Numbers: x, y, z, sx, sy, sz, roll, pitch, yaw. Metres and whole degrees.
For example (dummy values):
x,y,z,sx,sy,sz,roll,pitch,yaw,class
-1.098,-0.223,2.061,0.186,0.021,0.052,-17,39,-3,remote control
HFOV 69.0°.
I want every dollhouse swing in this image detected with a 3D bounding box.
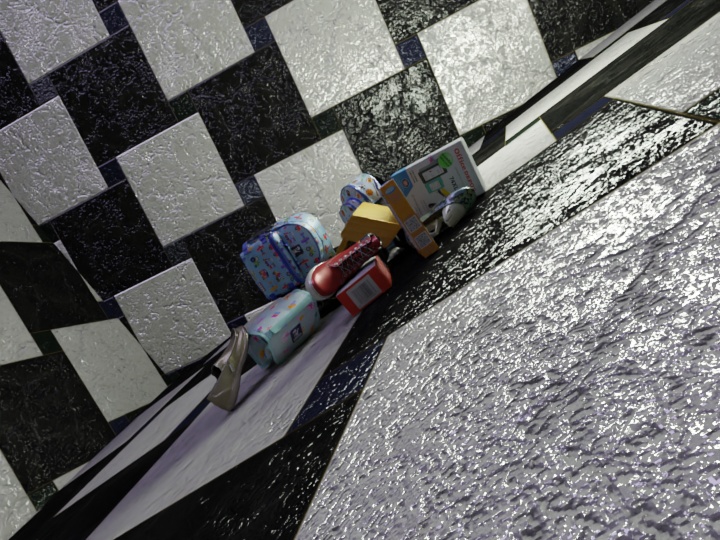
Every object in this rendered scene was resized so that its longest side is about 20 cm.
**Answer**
x,y,z,sx,sy,sz,roll,pitch,yaw,class
0.025,-0.073,1.396,0.200,0.180,0.178,-64,-15,-73,dollhouse swing

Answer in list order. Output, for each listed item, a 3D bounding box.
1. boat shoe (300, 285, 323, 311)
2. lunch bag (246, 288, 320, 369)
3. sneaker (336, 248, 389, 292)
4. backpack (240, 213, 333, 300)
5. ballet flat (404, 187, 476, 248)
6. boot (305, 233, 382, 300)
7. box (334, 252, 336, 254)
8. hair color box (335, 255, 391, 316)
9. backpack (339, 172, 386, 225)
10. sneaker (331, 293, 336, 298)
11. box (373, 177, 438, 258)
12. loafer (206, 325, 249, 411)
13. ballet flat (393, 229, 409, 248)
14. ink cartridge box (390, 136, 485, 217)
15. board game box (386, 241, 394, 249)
x,y,z,sx,sy,sz,roll,pitch,yaw,class
-0.149,0.094,1.543,0.074,0.069,0.200,-22,-20,-10,boat shoe
-0.193,0.142,1.284,0.170,0.122,0.200,-41,1,-30,lunch bag
0.000,0.000,1.452,0.199,0.076,0.091,-26,5,23,sneaker
-0.177,-0.042,1.331,0.199,0.184,0.135,-26,9,12,backpack
0.189,-0.114,1.219,0.200,0.074,0.074,-37,6,30,ballet flat
-0.028,-0.017,1.136,0.144,0.073,0.200,-34,6,34,boot
-0.144,0.018,1.730,0.107,0.149,0.200,-43,7,-35,box
0.010,0.026,1.197,0.111,0.064,0.200,-39,5,7,hair color box
0.021,-0.186,1.573,0.154,0.191,0.200,-33,-2,-27,backpack
-0.047,0.014,1.575,0.200,0.074,0.081,-39,2,-21,sneaker
0.094,-0.124,1.140,0.041,0.201,0.119,-32,7,3,box
-0.302,0.215,1.193,0.076,0.068,0.202,-47,33,50,loafer
0.123,-0.097,1.427,0.066,0.057,0.200,-40,7,-12,ballet flat
0.207,-0.235,1.371,0.199,0.148,0.146,-26,9,19,ink cartridge box
0.105,-0.114,1.705,0.199,0.045,0.152,-35,8,34,board game box
